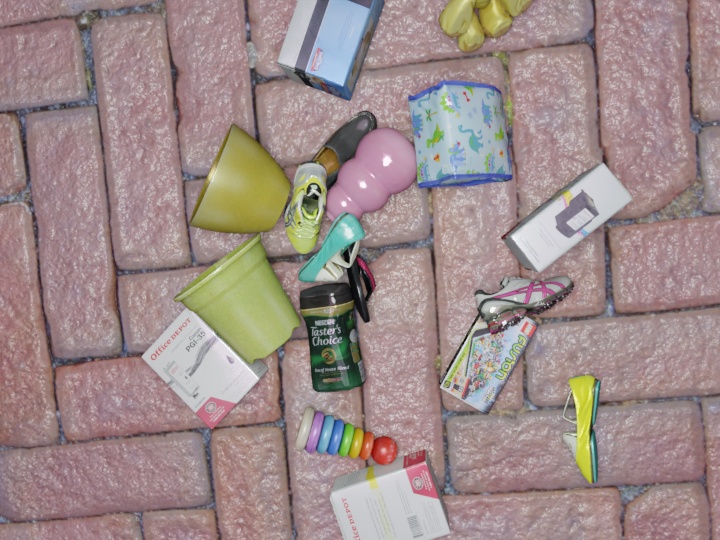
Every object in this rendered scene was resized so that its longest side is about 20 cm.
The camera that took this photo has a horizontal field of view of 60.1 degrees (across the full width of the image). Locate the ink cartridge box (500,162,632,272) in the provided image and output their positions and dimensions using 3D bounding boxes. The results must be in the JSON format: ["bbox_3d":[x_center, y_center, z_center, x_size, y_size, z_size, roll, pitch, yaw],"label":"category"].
[{"bbox_3d":[0.362,-0.092,1.114,0.199,0.146,0.083,-39,88,6],"label":"ink cartridge box"}]

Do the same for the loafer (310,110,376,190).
[{"bbox_3d":[-0.041,-0.220,1.178,0.073,0.072,0.201,39,96,2],"label":"loafer"}]

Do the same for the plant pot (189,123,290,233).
[{"bbox_3d":[-0.213,-0.149,1.154,0.141,0.200,0.202,23,96,-19],"label":"plant pot"}]

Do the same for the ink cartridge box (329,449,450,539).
[{"bbox_3d":[0.057,0.455,1.209,0.198,0.083,0.147,-19,92,6],"label":"ink cartridge box"}]

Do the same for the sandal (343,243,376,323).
[{"bbox_3d":[0.000,0.000,1.192,0.045,0.075,0.202,-12,89,-13],"label":"sandal"}]

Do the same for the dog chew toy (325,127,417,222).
[{"bbox_3d":[0.014,-0.166,1.148,0.200,0.125,0.125,-44,89,5],"label":"dog chew toy"}]

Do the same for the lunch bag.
[{"bbox_3d":[0.193,-0.241,1.121,0.198,0.127,0.172,-9,94,-34],"label":"lunch bag"}]

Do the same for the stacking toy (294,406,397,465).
[{"bbox_3d":[-0.025,0.335,1.217,0.198,0.085,0.086,17,95,-2],"label":"stacking toy"}]

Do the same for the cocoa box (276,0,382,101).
[{"bbox_3d":[-0.049,-0.436,1.133,0.130,0.133,0.202,21,95,3],"label":"cocoa box"}]

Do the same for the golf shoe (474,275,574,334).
[{"bbox_3d":[0.305,0.041,1.148,0.198,0.073,0.093,-19,69,-20],"label":"golf shoe"}]

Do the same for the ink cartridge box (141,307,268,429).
[{"bbox_3d":[-0.305,0.183,1.223,0.200,0.083,0.147,44,96,1],"label":"ink cartridge box"}]

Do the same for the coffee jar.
[{"bbox_3d":[-0.054,0.126,1.193,0.103,0.085,0.203,-9,93,19],"label":"coffee jar"}]

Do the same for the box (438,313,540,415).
[{"bbox_3d":[0.246,0.161,1.197,0.109,0.035,0.201,28,96,2],"label":"box"}]

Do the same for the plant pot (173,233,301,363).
[{"bbox_3d":[-0.215,0.065,1.166,0.199,0.201,0.185,-34,101,6],"label":"plant pot"}]

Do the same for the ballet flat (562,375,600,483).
[{"bbox_3d":[0.419,0.299,1.184,0.066,0.067,0.203,2,91,26],"label":"ballet flat"}]

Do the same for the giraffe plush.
[{"bbox_3d":[0.191,-0.523,1.108,0.171,0.200,0.163,-29,62,10],"label":"giraffe plush"}]

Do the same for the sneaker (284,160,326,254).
[{"bbox_3d":[-0.104,-0.102,1.149,0.074,0.077,0.201,3,134,-7],"label":"sneaker"}]

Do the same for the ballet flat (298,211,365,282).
[{"bbox_3d":[-0.053,-0.021,1.153,0.071,0.067,0.200,48,132,10],"label":"ballet flat"}]
